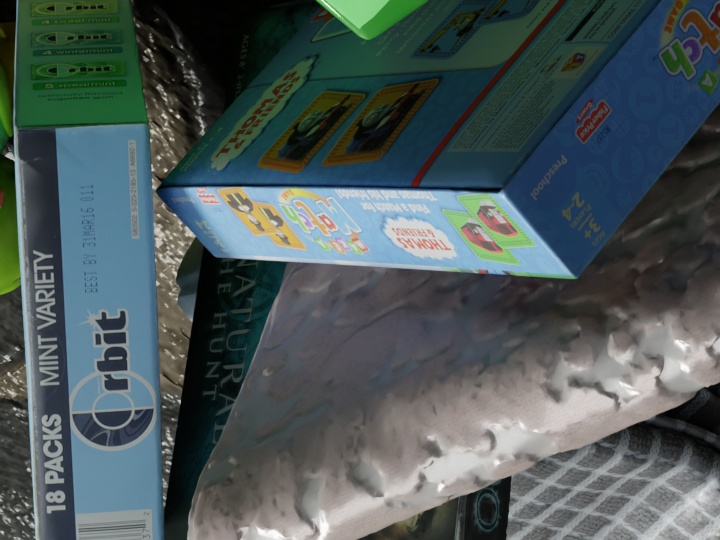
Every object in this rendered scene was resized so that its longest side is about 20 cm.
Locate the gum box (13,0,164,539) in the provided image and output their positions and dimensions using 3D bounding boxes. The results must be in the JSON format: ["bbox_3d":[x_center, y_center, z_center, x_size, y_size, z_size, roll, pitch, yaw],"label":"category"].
[{"bbox_3d":[-0.095,-0.004,0.838,0.044,0.200,0.170,-3,113,-7],"label":"gum box"}]

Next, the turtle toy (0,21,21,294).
[{"bbox_3d":[-0.187,-0.052,0.948,0.145,0.101,0.200,-1,163,28],"label":"turtle toy"}]

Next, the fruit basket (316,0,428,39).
[{"bbox_3d":[0.007,-0.191,0.650,0.215,0.156,0.216,-1,107,-2],"label":"fruit basket"}]

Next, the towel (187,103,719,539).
[{"bbox_3d":[0.046,-0.012,0.685,0.200,0.191,0.032,-27,120,31],"label":"towel"}]

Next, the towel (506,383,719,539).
[{"bbox_3d":[0.081,0.107,0.860,0.165,0.086,0.200,33,131,-12],"label":"towel"}]

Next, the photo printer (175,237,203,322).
[{"bbox_3d":[0.047,0.037,0.931,0.200,0.070,0.166,45,141,-20],"label":"photo printer"}]

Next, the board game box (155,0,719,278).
[{"bbox_3d":[0.040,-0.065,0.691,0.037,0.151,0.200,49,160,-23],"label":"board game box"}]

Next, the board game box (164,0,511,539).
[{"bbox_3d":[0.000,0.000,0.818,0.135,0.201,0.028,-7,160,41],"label":"board game box"}]
